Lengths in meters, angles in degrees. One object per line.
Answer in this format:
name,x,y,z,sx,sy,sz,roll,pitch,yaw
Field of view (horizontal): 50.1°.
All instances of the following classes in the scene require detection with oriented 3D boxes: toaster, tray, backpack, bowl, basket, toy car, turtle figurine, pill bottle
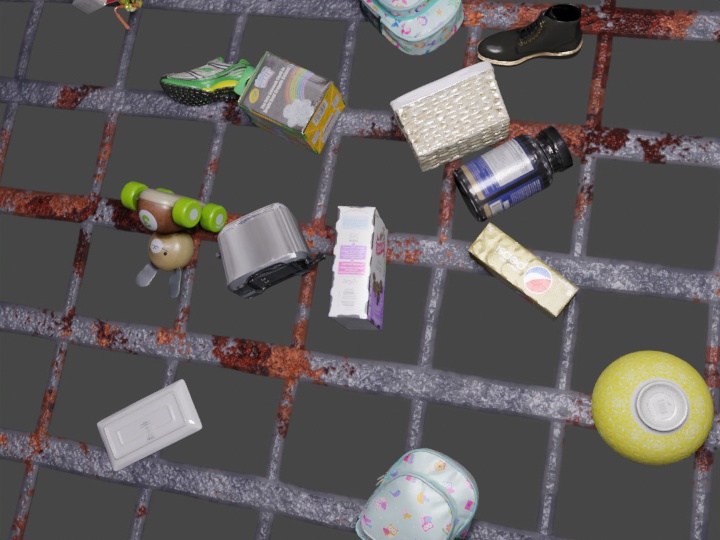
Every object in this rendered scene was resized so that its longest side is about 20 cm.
toaster,-0.179,-0.042,1.480,0.200,0.114,0.129,-25,73,7
tray,-0.416,0.302,1.503,0.200,0.022,0.107,-27,76,5
backpack,0.105,0.406,1.316,0.176,0.153,0.200,32,80,21
bowl,0.497,0.230,1.295,0.200,0.108,0.200,-2,79,11
basket,0.173,-0.283,1.451,0.200,0.136,0.123,-21,80,6
toy car,-0.383,-0.054,1.513,0.164,0.158,0.200,18,94,26
turtle figurine,-0.481,-0.623,1.676,0.161,0.064,0.200,-37,55,25
pill bottle,0.281,-0.181,1.418,0.200,0.112,0.112,-28,75,4
backpack,0.103,-0.534,1.512,0.177,0.151,0.200,-38,79,0

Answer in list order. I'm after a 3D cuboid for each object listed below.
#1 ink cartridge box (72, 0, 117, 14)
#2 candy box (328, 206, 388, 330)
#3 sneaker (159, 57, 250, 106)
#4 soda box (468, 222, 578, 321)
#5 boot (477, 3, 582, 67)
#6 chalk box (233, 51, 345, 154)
ink cartridge box,-0.528,-0.662,1.653,0.176,0.045,0.200,3,71,45
candy box,0.000,0.000,1.407,0.071,0.168,0.200,2,79,11
sneaker,-0.318,-0.396,1.606,0.200,0.078,0.085,-1,72,2
soda box,0.294,0.003,1.403,0.200,0.064,0.068,39,88,16
boot,0.317,-0.453,1.452,0.200,0.138,0.078,-7,78,11
chalk box,-0.153,-0.338,1.530,0.200,0.124,0.125,28,86,16
